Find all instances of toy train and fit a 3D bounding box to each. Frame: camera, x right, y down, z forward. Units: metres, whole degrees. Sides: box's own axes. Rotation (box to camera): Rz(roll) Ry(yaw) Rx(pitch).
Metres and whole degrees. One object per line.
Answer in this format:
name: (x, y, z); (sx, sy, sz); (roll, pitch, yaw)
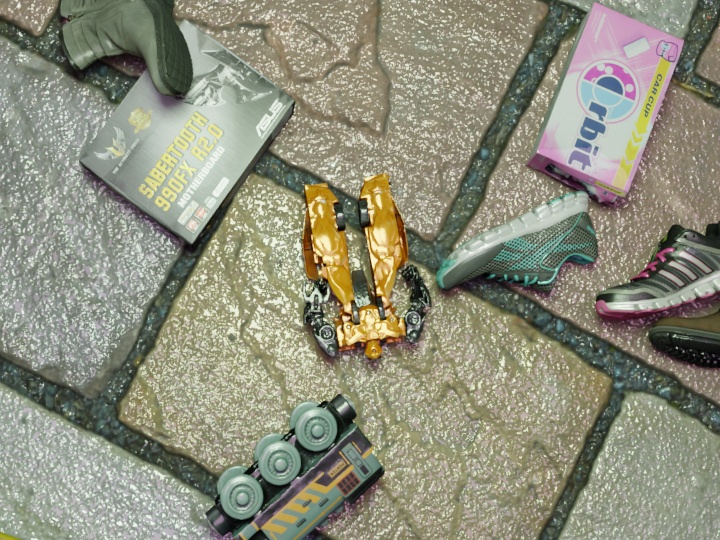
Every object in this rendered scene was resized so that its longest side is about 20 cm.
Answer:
toy train: (-0.068, 0.226, 1.279); (0.199, 0.085, 0.114); (-41, 96, -8)

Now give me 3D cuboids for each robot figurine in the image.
robot figurine: (0.000, 0.000, 1.324); (0.142, 0.058, 0.204); (-8, 82, -5)

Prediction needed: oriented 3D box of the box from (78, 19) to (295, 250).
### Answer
box: (-0.190, -0.151, 1.334); (0.157, 0.048, 0.201); (36, 81, 1)

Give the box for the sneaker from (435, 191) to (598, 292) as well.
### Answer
sneaker: (0.181, -0.012, 1.334); (0.197, 0.078, 0.092); (-25, 89, -6)

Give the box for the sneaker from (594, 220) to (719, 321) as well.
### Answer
sneaker: (0.346, -0.003, 1.345); (0.197, 0.074, 0.089); (-16, 84, -11)

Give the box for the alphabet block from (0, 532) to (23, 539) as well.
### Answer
alphabet block: (-0.426, 0.353, 1.173); (0.192, 0.196, 0.203); (20, 81, -3)

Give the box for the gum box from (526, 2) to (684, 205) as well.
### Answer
gum box: (0.276, -0.185, 1.365); (0.112, 0.066, 0.203); (23, 81, 1)

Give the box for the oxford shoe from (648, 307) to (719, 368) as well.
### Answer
oxford shoe: (0.419, 0.062, 1.350); (0.196, 0.073, 0.086); (3, 65, -6)

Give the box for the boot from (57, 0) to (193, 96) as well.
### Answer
boot: (-0.260, -0.246, 1.306); (0.129, 0.068, 0.202); (-25, 57, 10)
